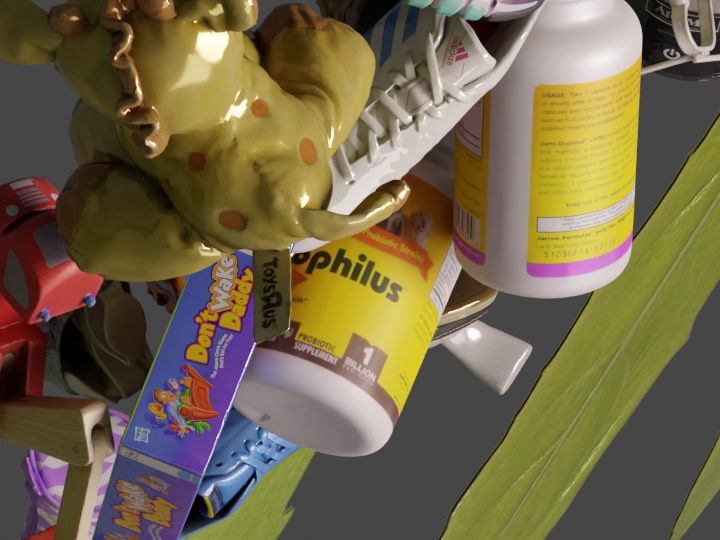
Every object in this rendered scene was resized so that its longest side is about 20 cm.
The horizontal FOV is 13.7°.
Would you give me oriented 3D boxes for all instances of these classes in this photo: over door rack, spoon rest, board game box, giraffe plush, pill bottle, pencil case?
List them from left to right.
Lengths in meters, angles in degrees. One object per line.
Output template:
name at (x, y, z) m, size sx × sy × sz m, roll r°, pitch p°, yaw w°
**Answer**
pencil case at (-0.177, 0.163, 1.813) m, size 0.085 × 0.084 × 0.200 m, roll -7°, pitch 144°, yaw -21°
giraffe plush at (-0.086, -0.086, 1.370) m, size 0.172 × 0.200 × 0.162 m, roll -29°, pitch 130°, yaw 3°
board game box at (-0.089, 0.066, 1.569) m, size 0.200 × 0.045 × 0.135 m, roll 115°, pitch -4°, yaw -68°
pill bottle at (0.000, 0.000, 1.762) m, size 0.109 × 0.109 × 0.200 m, roll 92°, pitch 19°, yaw -66°
spoon rest at (0.056, 0.025, 1.966) m, size 0.100 × 0.061 × 0.200 m, roll -57°, pitch 154°, yaw -8°
pill bottle at (0.105, -0.093, 1.682) m, size 0.104 × 0.104 × 0.201 m, roll -32°, pitch 133°, yaw -44°
over door rack at (0.166, -0.128, 1.857) m, size 0.147 × 0.067 × 0.200 m, roll -16°, pitch 168°, yaw 23°

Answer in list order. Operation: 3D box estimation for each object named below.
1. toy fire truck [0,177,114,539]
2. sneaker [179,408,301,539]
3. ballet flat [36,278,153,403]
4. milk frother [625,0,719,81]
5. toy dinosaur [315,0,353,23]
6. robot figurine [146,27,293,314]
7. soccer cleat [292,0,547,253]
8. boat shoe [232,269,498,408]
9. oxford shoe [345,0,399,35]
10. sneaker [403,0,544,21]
toy fire truck at (-0.165, 0.068, 1.494) m, size 0.049 × 0.141 × 0.200 m, roll -20°, pitch 149°, yaw -45°
sneaker at (-0.071, 0.113, 1.880) m, size 0.200 × 0.078 × 0.066 m, roll -34°, pitch 121°, yaw -1°
ballet flat at (-0.142, 0.029, 1.598) m, size 0.069 × 0.071 × 0.200 m, roll -44°, pitch 164°, yaw -16°
milk frother at (0.251, -0.251, 1.911) m, size 0.188 × 0.180 × 0.201 m, roll 98°, pitch -6°, yaw -63°
toy dinosaur at (0.013, -0.200, 1.522) m, size 0.200 × 0.047 × 0.088 m, roll -56°, pitch 177°, yaw 24°
robot figurine at (-0.066, -0.055, 1.622) m, size 0.145 × 0.058 × 0.200 m, roll -44°, pitch 164°, yaw -25°
soccer cleat at (0.020, -0.092, 1.528) m, size 0.200 × 0.070 × 0.086 m, roll -50°, pitch -160°, yaw -14°
boat shoe at (-0.011, 0.034, 1.849) m, size 0.199 × 0.073 × 0.065 m, roll -12°, pitch 140°, yaw -11°
oxford shoe at (0.044, -0.193, 1.614) m, size 0.200 × 0.071 × 0.071 m, roll -56°, pitch -158°, yaw -1°
sneaker at (0.023, -0.178, 1.433) m, size 0.199 × 0.074 × 0.088 m, roll 9°, pitch 118°, yaw -35°
